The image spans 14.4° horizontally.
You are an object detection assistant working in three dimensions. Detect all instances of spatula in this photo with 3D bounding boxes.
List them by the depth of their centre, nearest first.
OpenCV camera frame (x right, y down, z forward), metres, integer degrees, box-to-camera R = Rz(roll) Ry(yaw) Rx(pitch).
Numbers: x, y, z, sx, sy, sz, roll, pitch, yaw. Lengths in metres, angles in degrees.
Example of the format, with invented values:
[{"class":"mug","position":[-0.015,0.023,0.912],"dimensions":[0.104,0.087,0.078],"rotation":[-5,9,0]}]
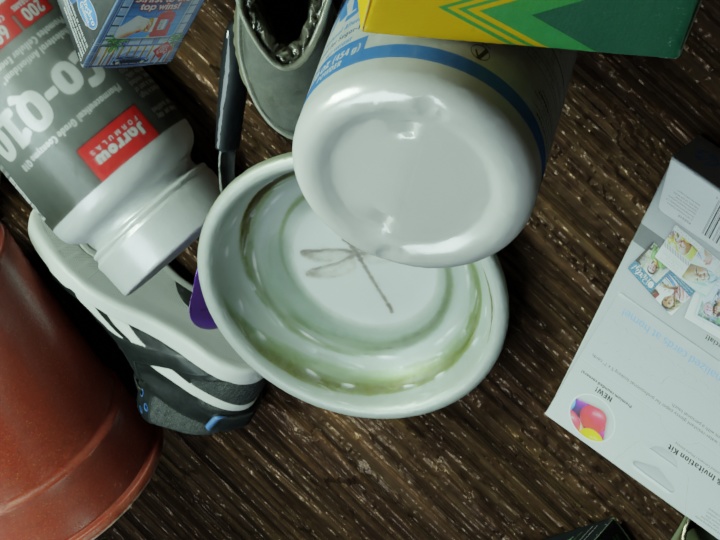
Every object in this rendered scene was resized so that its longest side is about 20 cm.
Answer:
[{"class":"spatula","position":[-0.081,-0.059,1.783],"dimensions":[0.020,0.056,0.201],"rotation":[17,110,50]}]

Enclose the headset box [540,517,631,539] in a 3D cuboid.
[{"class":"headset box","position":[0.126,0.274,1.855],"dimensions":[0.175,0.093,0.200],"rotation":[55,141,-8]}]

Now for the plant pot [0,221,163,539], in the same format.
[{"class":"plant pot","position":[-0.266,0.079,1.959],"dimensions":[0.200,0.201,0.196],"rotation":[2,129,42]}]

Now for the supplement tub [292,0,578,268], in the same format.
[{"class":"supplement tub","position":[0.047,-0.111,1.508],"dimensions":[0.131,0.201,0.132],"rotation":[8,135,9]}]

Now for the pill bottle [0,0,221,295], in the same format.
[{"class":"pill bottle","position":[-0.179,-0.090,1.828],"dimensions":[0.200,0.114,0.114],"rotation":[49,141,-1]}]

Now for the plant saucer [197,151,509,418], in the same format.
[{"class":"plant saucer","position":[0.000,0.000,1.760],"dimensions":[0.199,0.050,0.201],"rotation":[10,128,13]}]

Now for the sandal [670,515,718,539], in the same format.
[{"class":"sandal","position":[0.217,0.176,1.719],"dimensions":[0.080,0.057,0.202],"rotation":[31,137,19]}]

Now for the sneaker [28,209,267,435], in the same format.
[{"class":"sneaker","position":[-0.155,0.044,1.945],"dimensions":[0.200,0.073,0.112],"rotation":[36,138,14]}]

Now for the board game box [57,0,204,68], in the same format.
[{"class":"board game box","position":[-0.107,-0.242,1.476],"dimensions":[0.200,0.061,0.201],"rotation":[-40,65,46]}]

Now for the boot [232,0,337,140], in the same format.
[{"class":"boot","position":[-0.037,-0.140,1.588],"dimensions":[0.200,0.072,0.183],"rotation":[-120,16,-72]}]

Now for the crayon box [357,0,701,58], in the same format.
[{"class":"crayon box","position":[0.065,-0.175,1.446],"dimensions":[0.199,0.126,0.052],"rotation":[5,138,-12]}]

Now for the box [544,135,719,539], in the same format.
[{"class":"box","position":[0.208,0.047,1.611],"dimensions":[0.156,0.041,0.201],"rotation":[35,127,17]}]
